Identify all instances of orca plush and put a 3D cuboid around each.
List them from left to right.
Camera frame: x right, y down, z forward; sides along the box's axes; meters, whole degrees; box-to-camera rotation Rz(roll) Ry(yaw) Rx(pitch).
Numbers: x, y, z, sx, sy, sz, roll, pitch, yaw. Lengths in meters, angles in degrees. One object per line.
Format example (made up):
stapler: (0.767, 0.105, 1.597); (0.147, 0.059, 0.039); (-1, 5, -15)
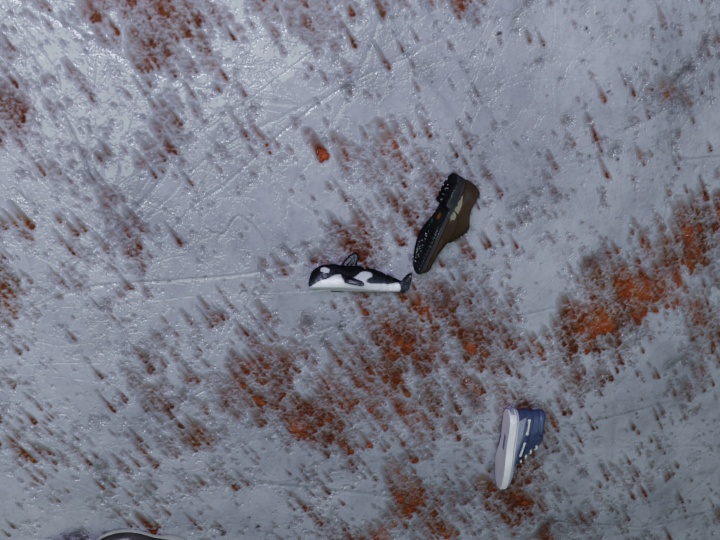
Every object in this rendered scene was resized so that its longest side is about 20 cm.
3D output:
orca plush: (0.000, 0.000, 1.526); (0.195, 0.105, 0.073); (1, 82, -3)

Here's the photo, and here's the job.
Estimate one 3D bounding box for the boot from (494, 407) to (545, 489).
boot: (0.358, 0.401, 1.817); (0.088, 0.073, 0.204); (1, 115, -9)

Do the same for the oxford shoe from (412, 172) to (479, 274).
oxford shoe: (0.165, -0.074, 1.532); (0.083, 0.073, 0.202); (20, 109, -25)

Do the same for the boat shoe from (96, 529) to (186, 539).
boat shoe: (-0.456, 0.592, 1.702); (0.197, 0.061, 0.073); (10, 114, -19)
